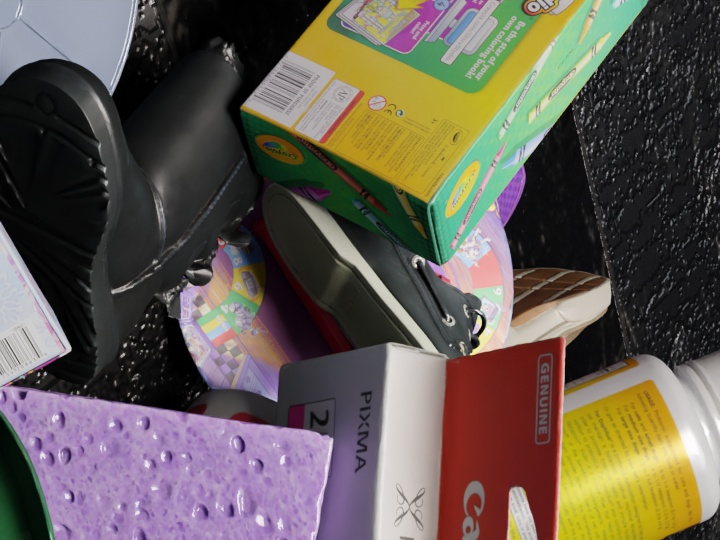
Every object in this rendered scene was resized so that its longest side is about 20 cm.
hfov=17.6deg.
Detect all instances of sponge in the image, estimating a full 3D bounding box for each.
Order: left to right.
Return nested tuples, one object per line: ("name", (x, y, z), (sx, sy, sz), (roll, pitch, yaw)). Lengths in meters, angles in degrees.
("sponge", (-0.120, 0.117, 1.105), (0.030, 0.199, 0.112), (162, -63, -82))

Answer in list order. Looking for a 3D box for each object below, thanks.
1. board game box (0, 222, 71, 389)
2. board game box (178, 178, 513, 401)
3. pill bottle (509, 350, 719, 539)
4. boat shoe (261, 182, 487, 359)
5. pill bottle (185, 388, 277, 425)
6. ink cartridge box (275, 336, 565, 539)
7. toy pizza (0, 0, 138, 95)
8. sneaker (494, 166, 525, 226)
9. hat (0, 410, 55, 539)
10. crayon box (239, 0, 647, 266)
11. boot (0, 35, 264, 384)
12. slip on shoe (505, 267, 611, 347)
("board game box", (-0.248, -0.001, 0.934), (0.199, 0.041, 0.200), (-28, 125, -6))
("board game box", (0.000, 0.000, 1.254), (0.199, 0.039, 0.159), (14, 78, -20))
("pill bottle", (0.142, 0.121, 1.410), (0.199, 0.109, 0.110), (-22, 119, -6))
("boat shoe", (0.030, 0.025, 1.198), (0.066, 0.200, 0.075), (-30, 162, -29))
("pill bottle", (-0.092, 0.166, 1.189), (0.200, 0.110, 0.111), (-54, 134, -32))
("ink cartridge box", (0.020, 0.134, 1.100), (0.043, 0.173, 0.201), (13, 73, -35))
("toy pizza", (-0.177, -0.127, 1.087), (0.200, 0.032, 0.201), (-28, 126, -47))
("sneaker", (0.050, -0.010, 1.361), (0.200, 0.088, 0.081), (-44, 127, -40))
("hat", (-0.240, 0.149, 0.968), (0.176, 0.165, 0.201), (-7, 89, -43))
("crayon box", (0.046, -0.112, 1.178), (0.200, 0.119, 0.058), (-51, 152, -22))
("boot", (-0.106, -0.056, 1.127), (0.163, 0.073, 0.199), (-50, 153, -39))
("slip on shoe", (0.088, 0.048, 1.424), (0.200, 0.076, 0.061), (-27, 122, -54))
